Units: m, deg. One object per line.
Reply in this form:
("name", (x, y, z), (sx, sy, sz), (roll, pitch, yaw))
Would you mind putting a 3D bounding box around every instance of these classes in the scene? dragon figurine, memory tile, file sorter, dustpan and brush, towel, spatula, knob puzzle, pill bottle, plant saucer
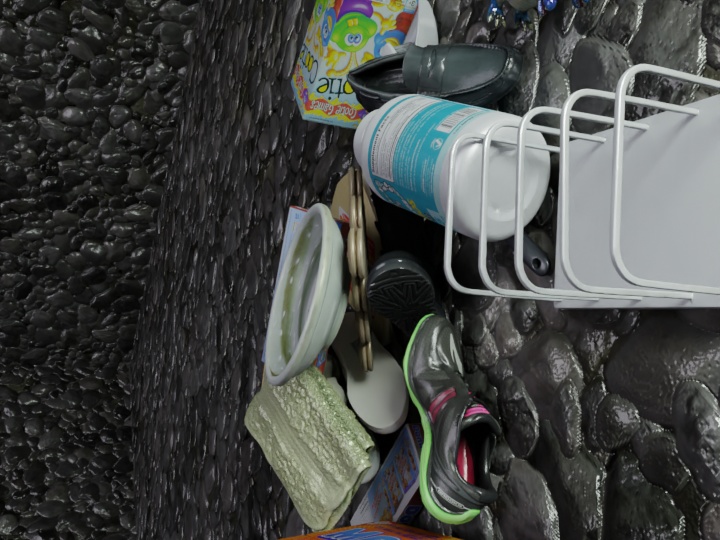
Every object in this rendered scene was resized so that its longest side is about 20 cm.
("dragon figurine", (0.150, -0.290, 0.701), (0.099, 0.059, 0.201), (129, 139, -53))
("memory tile", (0.000, 0.000, 0.841), (0.201, 0.017, 0.154), (84, -176, -45))
("file sorter", (0.161, -0.046, 0.537), (0.200, 0.124, 0.140), (173, 101, -66))
("dustpan and brush", (0.055, -0.222, 0.907), (0.201, 0.057, 0.140), (-109, 33, -40))
("towel", (-0.064, 0.188, 0.878), (0.200, 0.036, 0.149), (50, 127, 38))
("spatula", (0.130, -0.056, 0.743), (0.057, 0.020, 0.200), (-66, 29, 29))
("knob puzzle", (0.007, -0.035, 0.987), (0.220, 0.030, 0.221), (169, 90, -71))
("pill bottle", (0.073, -0.104, 0.727), (0.200, 0.110, 0.111), (31, 114, 53))
("plant saucer", (-0.051, 0.030, 0.833), (0.200, 0.050, 0.201), (-164, 90, -73))

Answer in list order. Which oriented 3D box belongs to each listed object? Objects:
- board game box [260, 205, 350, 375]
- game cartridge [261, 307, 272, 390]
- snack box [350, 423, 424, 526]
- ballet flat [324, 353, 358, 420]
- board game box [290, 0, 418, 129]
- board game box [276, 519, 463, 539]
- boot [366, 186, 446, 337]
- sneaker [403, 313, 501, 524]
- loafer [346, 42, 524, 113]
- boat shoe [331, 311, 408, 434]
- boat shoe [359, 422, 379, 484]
("board game box", (-0.067, 0.030, 0.930), (0.103, 0.019, 0.201), (21, 103, 46))
("game cartridge", (-0.089, 0.124, 1.084), (0.200, 0.032, 0.177), (-19, -62, -75))
("snack box", (0.036, 0.266, 0.888), (0.072, 0.024, 0.201), (-108, 32, -45))
("ballet flat", (-0.038, 0.147, 0.955), (0.200, 0.070, 0.066), (-119, 29, -52))
("board game box", (-0.011, -0.304, 1.030), (0.105, 0.103, 0.201), (-109, 33, -45))
("board game box", (-0.011, 0.363, 0.723), (0.200, 0.199, 0.201), (156, 110, -64))
("boot", (0.039, -0.047, 0.822), (0.165, 0.065, 0.201), (60, -159, -59))
("sneaker", (0.095, 0.135, 0.739), (0.084, 0.077, 0.201), (-30, 59, 42))
("loafer", (0.070, -0.196, 0.787), (0.200, 0.070, 0.068), (1, 72, 43))
("boat shoe", (0.011, 0.132, 0.930), (0.200, 0.072, 0.069), (51, 170, 52))
("boat shoe", (-0.017, 0.230, 0.982), (0.064, 0.071, 0.200), (61, 168, -18))
